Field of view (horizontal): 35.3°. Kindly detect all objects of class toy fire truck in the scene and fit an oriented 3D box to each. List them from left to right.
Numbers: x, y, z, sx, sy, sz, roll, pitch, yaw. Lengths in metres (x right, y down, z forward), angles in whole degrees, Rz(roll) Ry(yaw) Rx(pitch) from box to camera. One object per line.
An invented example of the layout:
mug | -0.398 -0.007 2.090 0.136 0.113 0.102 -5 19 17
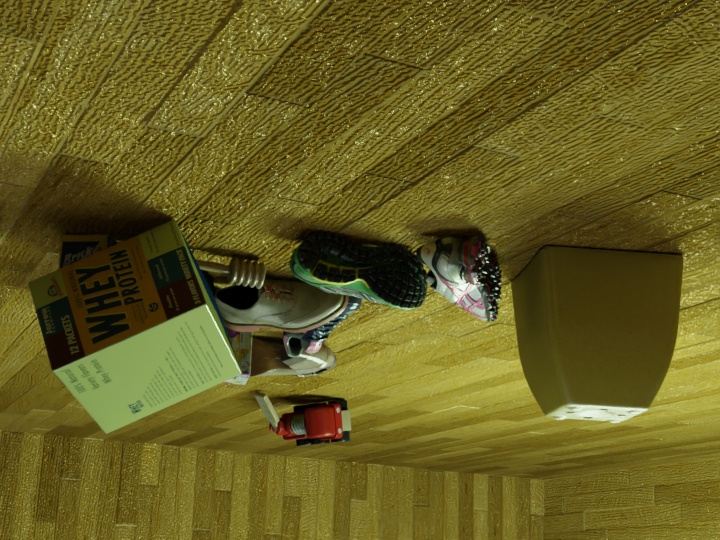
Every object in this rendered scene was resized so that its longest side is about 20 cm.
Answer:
toy fire truck | -0.142 0.340 2.617 0.174 0.131 0.198 -12 169 39

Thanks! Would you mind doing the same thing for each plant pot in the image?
plant pot | 0.316 0.096 1.527 0.190 0.204 0.196 3 163 -5

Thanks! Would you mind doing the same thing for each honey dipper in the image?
honey dipper | -0.227 -0.009 1.531 0.197 0.039 0.038 10 162 -19

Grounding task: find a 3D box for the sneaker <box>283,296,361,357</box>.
sneaker | -0.058 0.083 1.741 0.069 0.084 0.199 11 162 -27

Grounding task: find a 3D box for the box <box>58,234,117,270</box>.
box | -0.347 0.010 1.558 0.069 0.065 0.200 -1 163 7

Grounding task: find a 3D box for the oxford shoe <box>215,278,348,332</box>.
oxford shoe | -0.117 0.046 1.647 0.196 0.071 0.075 -10 149 11

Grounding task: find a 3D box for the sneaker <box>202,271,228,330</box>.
sneaker | -0.254 0.051 1.680 0.089 0.077 0.200 6 163 10

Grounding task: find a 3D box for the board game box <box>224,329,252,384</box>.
board game box | -0.282 0.126 1.879 0.196 0.105 0.105 5 164 -10

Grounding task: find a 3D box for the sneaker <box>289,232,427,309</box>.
sneaker | 0.000 0.000 1.488 0.197 0.079 0.085 19 166 -21

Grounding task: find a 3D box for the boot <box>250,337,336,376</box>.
boot | -0.145 0.168 2.076 0.197 0.072 0.146 -5 165 25

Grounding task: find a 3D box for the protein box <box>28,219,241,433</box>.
protein box | -0.283 0.075 1.446 0.197 0.136 0.199 -23 149 -5

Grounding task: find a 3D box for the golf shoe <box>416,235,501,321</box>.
golf shoe | 0.135 0.008 1.490 0.091 0.074 0.200 3 155 21
